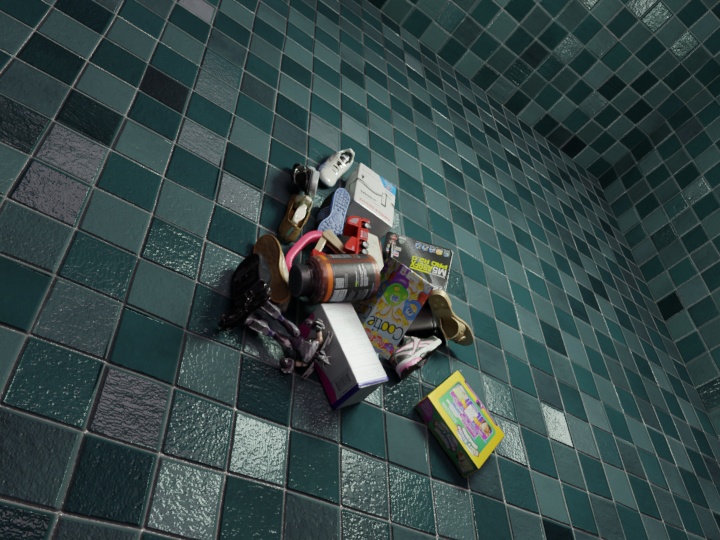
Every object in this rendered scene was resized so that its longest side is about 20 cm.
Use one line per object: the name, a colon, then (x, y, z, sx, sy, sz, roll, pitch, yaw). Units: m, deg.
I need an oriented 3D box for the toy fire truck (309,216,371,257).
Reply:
toy fire truck: (-0.050, -0.060, 1.483, 0.138, 0.049, 0.203, 16, 48, -11)

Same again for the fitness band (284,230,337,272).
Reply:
fitness band: (-0.108, -0.014, 1.479, 0.143, 0.038, 0.201, 38, 46, 0)

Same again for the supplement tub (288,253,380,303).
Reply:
supplement tub: (-0.060, 0.017, 1.355, 0.196, 0.107, 0.109, -2, 55, -33)

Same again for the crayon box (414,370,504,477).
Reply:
crayon box: (0.246, 0.371, 1.488, 0.202, 0.058, 0.171, 54, 36, 10)

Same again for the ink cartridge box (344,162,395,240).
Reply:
ink cartridge box: (0.024, -0.199, 1.787, 0.145, 0.084, 0.202, 32, 37, -20)

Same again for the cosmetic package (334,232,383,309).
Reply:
cosmetic package: (0.000, 0.000, 1.563, 0.102, 0.087, 0.203, 18, 45, -30)

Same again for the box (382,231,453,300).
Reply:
box: (0.146, -0.010, 1.662, 0.196, 0.045, 0.162, 17, 52, 4)

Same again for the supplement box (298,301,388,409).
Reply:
supplement box: (-0.041, 0.182, 1.330, 0.102, 0.101, 0.203, -3, 58, -48)

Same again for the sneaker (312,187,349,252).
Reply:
sneaker: (-0.088, -0.125, 1.620, 0.070, 0.077, 0.203, 34, 58, -20)

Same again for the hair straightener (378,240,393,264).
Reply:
hair straightener: (0.086, 0.010, 1.582, 0.075, 0.041, 0.203, 2, 53, -8)

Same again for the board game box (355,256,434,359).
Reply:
board game box: (0.066, 0.086, 1.432, 0.102, 0.202, 0.105, 32, 1, -18)

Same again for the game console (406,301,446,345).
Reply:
game console: (0.145, 0.106, 1.676, 0.172, 0.118, 0.203, -6, 53, -13)

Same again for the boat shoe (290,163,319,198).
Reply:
boat shoe: (-0.154, -0.244, 1.632, 0.069, 0.074, 0.200, 12, 14, -15)

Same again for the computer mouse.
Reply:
computer mouse: (-0.228, 0.041, 1.272, 0.053, 0.137, 0.202, 47, 17, -30)

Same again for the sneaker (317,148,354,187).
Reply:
sneaker: (-0.073, -0.311, 1.807, 0.072, 0.072, 0.201, 42, 36, -9)

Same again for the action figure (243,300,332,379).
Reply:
action figure: (-0.143, 0.143, 1.264, 0.198, 0.069, 0.131, 34, 79, 2)

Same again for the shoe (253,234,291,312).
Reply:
shoe: (-0.200, 0.006, 1.384, 0.068, 0.054, 0.203, -17, 56, -4)

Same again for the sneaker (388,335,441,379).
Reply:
sneaker: (0.133, 0.194, 1.529, 0.086, 0.081, 0.199, 45, 27, 17)

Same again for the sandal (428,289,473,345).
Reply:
sandal: (0.234, 0.151, 1.613, 0.213, 0.076, 0.070, 57, 34, -29)

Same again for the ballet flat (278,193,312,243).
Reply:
ballet flat: (-0.158, -0.151, 1.556, 0.067, 0.072, 0.202, 36, 36, -14)
